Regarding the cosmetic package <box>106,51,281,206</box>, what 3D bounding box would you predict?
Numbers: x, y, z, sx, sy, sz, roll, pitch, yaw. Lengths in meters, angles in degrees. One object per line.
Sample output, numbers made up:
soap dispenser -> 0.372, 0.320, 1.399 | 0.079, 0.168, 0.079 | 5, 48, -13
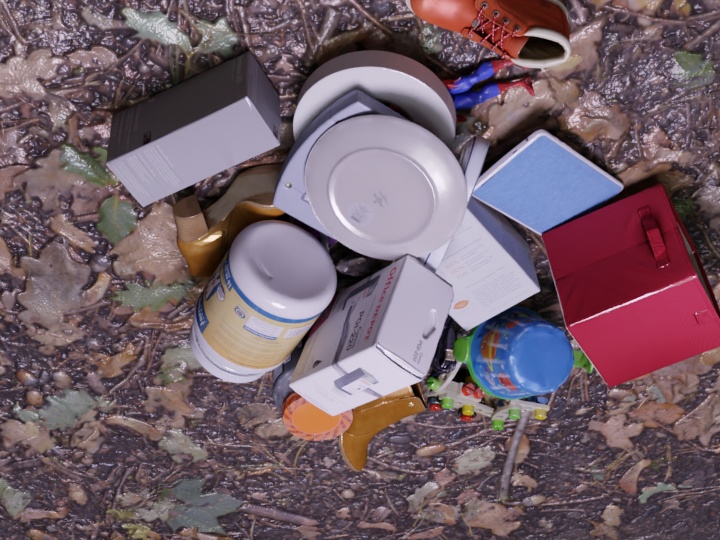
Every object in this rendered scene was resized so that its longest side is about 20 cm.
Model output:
cosmetic package -> -0.200, -0.171, 1.441 | 0.200, 0.107, 0.090 | -26, 129, 16

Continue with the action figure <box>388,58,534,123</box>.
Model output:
action figure -> 0.111, -0.215, 1.467 | 0.200, 0.052, 0.065 | -14, 135, 11

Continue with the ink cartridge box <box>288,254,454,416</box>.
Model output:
ink cartridge box -> 0.013, 0.085, 1.501 | 0.085, 0.146, 0.200 | 36, 144, -21

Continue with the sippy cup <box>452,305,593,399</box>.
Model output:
sippy cup -> 0.230, 0.118, 1.655 | 0.178, 0.130, 0.140 | -31, 97, -12

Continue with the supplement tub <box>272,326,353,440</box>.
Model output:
supplement tub -> -0.063, 0.131, 1.665 | 0.122, 0.200, 0.123 | -3, 133, -3

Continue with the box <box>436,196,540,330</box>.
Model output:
box -> 0.133, -0.031, 1.602 | 0.124, 0.098, 0.200 | -30, 128, 21

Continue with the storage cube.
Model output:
storage cube -> 0.373, 0.025, 1.611 | 0.180, 0.171, 0.200 | -23, 138, 17

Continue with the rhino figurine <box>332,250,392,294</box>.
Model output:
rhino figurine -> 0.000, 0.000, 1.593 | 0.087, 0.060, 0.200 | -12, 169, -3

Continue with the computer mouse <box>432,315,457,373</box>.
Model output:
computer mouse -> 0.053, 0.112, 1.744 | 0.200, 0.110, 0.044 | -13, 156, 23

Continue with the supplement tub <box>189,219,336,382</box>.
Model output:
supplement tub -> -0.133, 0.045, 1.554 | 0.144, 0.145, 0.200 | 18, 137, -20

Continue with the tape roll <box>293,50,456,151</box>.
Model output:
tape roll -> 0.018, -0.176, 1.455 | 0.202, 0.037, 0.203 | 4, 136, 4

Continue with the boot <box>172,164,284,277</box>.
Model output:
boot -> -0.146, -0.061, 1.584 | 0.201, 0.071, 0.144 | -15, 146, -3

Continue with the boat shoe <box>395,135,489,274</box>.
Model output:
boat shoe -> 0.087, -0.087, 1.460 | 0.086, 0.075, 0.202 | 24, 124, 1

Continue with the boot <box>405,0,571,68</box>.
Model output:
boot -> 0.149, -0.288, 1.363 | 0.200, 0.107, 0.075 | 9, 133, -10

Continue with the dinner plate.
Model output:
dinner plate -> 0.027, -0.091, 1.416 | 0.200, 0.024, 0.200 | 9, 126, 12

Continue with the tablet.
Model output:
tablet -> 0.247, -0.109, 1.568 | 0.130, 0.014, 0.200 | -40, 139, 25

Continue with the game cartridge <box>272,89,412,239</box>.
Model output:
game cartridge -> -0.017, -0.128, 1.454 | 0.133, 0.041, 0.200 | 26, 130, -22

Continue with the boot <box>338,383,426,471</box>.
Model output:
boot -> 0.033, 0.229, 1.839 | 0.144, 0.071, 0.201 | -10, 128, 9

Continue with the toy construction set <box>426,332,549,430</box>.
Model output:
toy construction set -> 0.177, 0.178, 1.802 | 0.200, 0.092, 0.131 | 36, 146, -22

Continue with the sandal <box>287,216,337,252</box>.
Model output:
sandal -> -0.075, -0.027, 1.616 | 0.082, 0.050, 0.203 | 18, 128, -31
